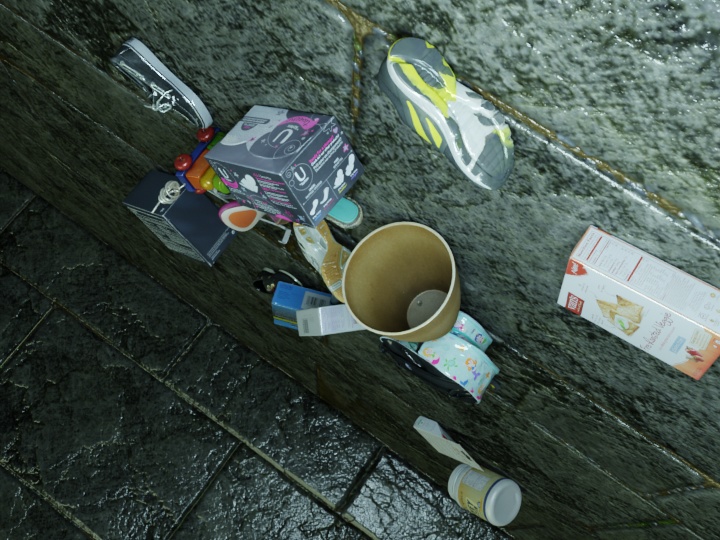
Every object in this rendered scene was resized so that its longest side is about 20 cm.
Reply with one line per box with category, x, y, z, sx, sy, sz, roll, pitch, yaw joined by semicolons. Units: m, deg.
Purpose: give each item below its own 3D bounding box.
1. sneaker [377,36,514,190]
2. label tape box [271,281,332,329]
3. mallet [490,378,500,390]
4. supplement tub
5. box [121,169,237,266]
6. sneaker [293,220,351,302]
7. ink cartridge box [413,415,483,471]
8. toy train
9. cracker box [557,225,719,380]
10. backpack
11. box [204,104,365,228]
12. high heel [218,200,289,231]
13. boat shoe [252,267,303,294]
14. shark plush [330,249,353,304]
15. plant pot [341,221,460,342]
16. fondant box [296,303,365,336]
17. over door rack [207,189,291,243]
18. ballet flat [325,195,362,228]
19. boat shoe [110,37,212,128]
sneaker;0.097;-0.174;0.880;0.200;0.074;0.085;50;166;-12
label tape box;-0.148;0.099;1.983;0.144;0.064;0.200;15;162;0
mallet;0.236;0.192;1.600;0.200;0.041;0.066;41;166;-25
supplement tub;0.381;0.688;2.409;0.200;0.145;0.144;12;150;54
box;-0.446;-0.134;1.934;0.200;0.123;0.198;18;156;42
sneaker;-0.061;-0.023;1.517;0.200;0.075;0.088;59;167;9
ink cartridge box;0.276;0.524;2.367;0.200;0.050;0.161;8;147;50
toy train;-0.279;-0.163;1.409;0.115;0.200;0.085;20;156;33
cracker box;0.346;0.041;0.948;0.200;0.058;0.134;31;161;21
backpack;0.159;0.151;1.438;0.200;0.151;0.178;33;172;41
box;-0.118;-0.166;1.194;0.200;0.132;0.115;20;153;43
high heel;-0.211;-0.127;1.443;0.096;0.067;0.200;50;-158;19
boat shoe;-0.216;0.037;2.037;0.074;0.063;0.201;49;158;-27
shark plush;0.000;0.000;1.575;0.083;0.091;0.200;17;141;-1
plant pot;0.090;0.045;1.294;0.186;0.187;0.200;27;171;28
fondant box;-0.014;0.094;1.585;0.144;0.199;0.058;167;95;-67
over door rack;-0.237;-0.144;1.608;0.148;0.067;0.200;31;176;30
ballet flat;-0.085;-0.130;1.346;0.200;0.068;0.075;32;172;3
boat shoe;-0.351;-0.314;1.373;0.199;0.068;0.074;46;161;-28
